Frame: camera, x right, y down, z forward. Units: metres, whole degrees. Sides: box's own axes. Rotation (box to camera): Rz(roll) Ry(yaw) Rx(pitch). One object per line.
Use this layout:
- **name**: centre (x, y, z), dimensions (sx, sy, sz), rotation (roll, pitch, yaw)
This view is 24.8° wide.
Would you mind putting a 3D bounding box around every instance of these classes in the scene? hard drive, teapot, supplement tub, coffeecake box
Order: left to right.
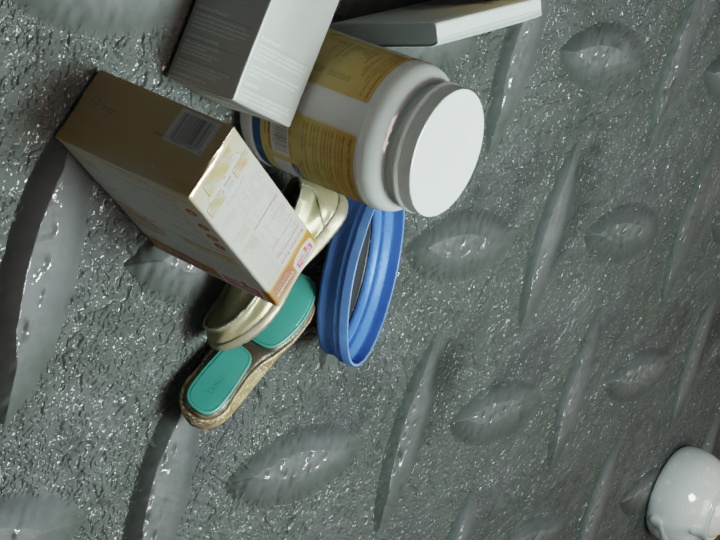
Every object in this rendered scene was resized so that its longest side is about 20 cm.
- **coffeecake box**: centre (-0.144, -0.067, 1.403), dimensions (0.073, 0.153, 0.200), rotation (-58, 150, -14)
- **supplement tub**: centre (0.001, -0.141, 1.543), dimensions (0.144, 0.199, 0.146), rotation (-37, 140, -40)
- **hard drive**: centre (0.078, -0.253, 1.660), dimensions (0.199, 0.131, 0.027), rotation (-24, 113, -50)
- **teapot**: centre (0.624, 0.431, 3.010), dimensions (0.201, 0.145, 0.197), rotation (-64, 150, -4)

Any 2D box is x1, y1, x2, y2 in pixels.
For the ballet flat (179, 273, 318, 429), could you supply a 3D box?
- **ballet flat**: centre (-0.117, 0.082, 1.659), dimensions (0.200, 0.070, 0.065), rotation (-47, 171, -27)

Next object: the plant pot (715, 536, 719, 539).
- **plant pot**: centre (0.747, 0.629, 3.317), dimensions (0.199, 0.199, 0.178), rotation (-10, 131, -56)

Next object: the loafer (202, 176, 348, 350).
- **loafer**: centre (-0.095, -0.012, 1.609), dimensions (0.068, 0.075, 0.201), rotation (42, 77, -27)

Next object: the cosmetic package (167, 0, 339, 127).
- **cosmetic package**: centre (-0.081, -0.241, 1.459), dimensions (0.107, 0.090, 0.202), rotation (22, 88, -60)

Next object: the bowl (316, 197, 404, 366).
- **bowl**: centre (0.000, 0.000, 1.745), dimensions (0.201, 0.039, 0.203), rotation (12, 90, -77)
